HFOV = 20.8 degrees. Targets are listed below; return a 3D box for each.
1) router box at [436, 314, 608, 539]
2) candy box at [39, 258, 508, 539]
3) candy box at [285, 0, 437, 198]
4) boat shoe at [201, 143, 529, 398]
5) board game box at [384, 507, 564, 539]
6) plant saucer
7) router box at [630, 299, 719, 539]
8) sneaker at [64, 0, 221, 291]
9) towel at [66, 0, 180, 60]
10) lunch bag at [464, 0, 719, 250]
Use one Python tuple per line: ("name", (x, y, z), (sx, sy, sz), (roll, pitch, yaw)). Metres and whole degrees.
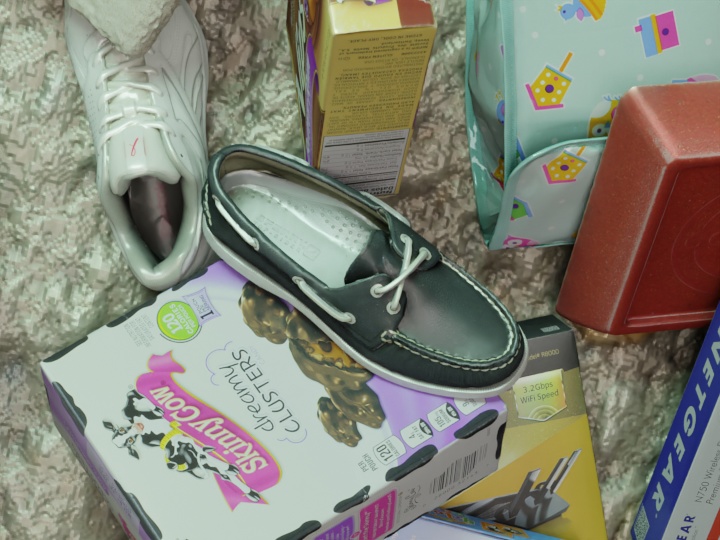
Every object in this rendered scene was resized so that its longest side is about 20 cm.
("router box", (0.040, 0.126, 1.167), (0.198, 0.052, 0.159), (-13, 100, -6))
("candy box", (-0.048, 0.079, 1.071), (0.199, 0.072, 0.168), (-30, 63, -18))
("candy box", (-0.004, -0.129, 1.031), (0.056, 0.200, 0.118), (-6, 70, -8))
("boat shoe", (0.000, 0.000, 1.039), (0.198, 0.060, 0.076), (25, 65, 10))
("board game box", (0.020, 0.209, 1.130), (0.198, 0.037, 0.153), (15, 97, -10))
("plant saucer", (0.224, -0.029, 1.108), (0.197, 0.037, 0.201), (-5, 142, -12))
("router box", (0.275, 0.107, 1.160), (0.177, 0.049, 0.202), (9, 122, -10))
("sneaker", (-0.118, -0.083, 1.084), (0.077, 0.099, 0.202), (-15, 100, 4))
("towel", (-0.153, -0.222, 1.041), (0.200, 0.034, 0.133), (43, 116, 12))
("lunch bag", (0.146, -0.108, 1.114), (0.168, 0.122, 0.202), (-7, 112, -9))
